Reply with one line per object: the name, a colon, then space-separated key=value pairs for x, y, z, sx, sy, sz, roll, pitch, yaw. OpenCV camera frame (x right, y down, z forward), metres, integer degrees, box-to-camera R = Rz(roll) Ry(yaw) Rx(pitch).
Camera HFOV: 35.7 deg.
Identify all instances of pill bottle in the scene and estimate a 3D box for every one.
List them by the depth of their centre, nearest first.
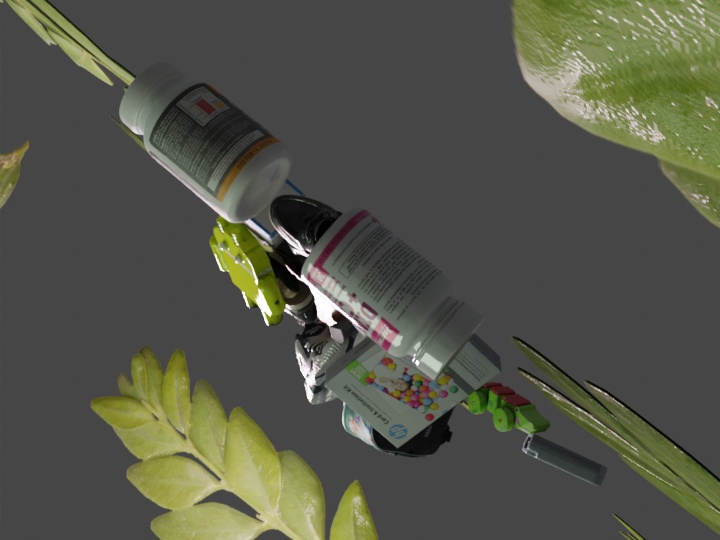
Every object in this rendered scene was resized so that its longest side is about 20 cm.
pill bottle: x=0.039 y=0.028 z=1.298 sx=0.200 sy=0.113 sz=0.113 roll=39 pitch=175 yaw=9
pill bottle: x=-0.189 y=-0.158 z=1.357 sx=0.200 sy=0.116 sz=0.116 roll=40 pitch=175 yaw=13

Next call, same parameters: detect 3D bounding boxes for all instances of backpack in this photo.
backpack: x=0.059 y=0.215 z=1.875 sx=0.150 sy=0.178 sz=0.200 roll=23 pitch=-174 yaw=37

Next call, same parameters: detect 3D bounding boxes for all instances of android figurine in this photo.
android figurine: x=-0.180 y=-0.003 z=1.780 sx=0.182 sy=0.041 sz=0.200 roll=39 pitch=156 yaw=41

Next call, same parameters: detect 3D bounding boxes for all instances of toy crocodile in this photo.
toy crocodile: x=0.233 y=0.216 z=1.822 sx=0.067 sy=0.062 sz=0.200 roll=-2 pitch=-164 yaw=-28

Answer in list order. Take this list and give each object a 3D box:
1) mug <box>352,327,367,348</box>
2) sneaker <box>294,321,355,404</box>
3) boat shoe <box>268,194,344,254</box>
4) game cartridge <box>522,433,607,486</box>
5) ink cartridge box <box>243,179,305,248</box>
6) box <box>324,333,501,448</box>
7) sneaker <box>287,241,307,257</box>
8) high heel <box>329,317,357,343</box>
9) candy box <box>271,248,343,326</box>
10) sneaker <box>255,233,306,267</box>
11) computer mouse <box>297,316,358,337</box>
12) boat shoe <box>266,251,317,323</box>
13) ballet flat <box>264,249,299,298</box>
mug: x=0.064 y=0.116 z=1.692 sx=0.200 sy=0.148 sz=0.175 roll=42 pitch=164 yaw=-12
sneaker: x=-0.064 y=0.125 z=1.873 sx=0.199 sy=0.079 sz=0.130 roll=102 pitch=148 yaw=-58
boat shoe: x=-0.040 y=-0.045 z=1.472 sx=0.199 sy=0.075 sz=0.066 roll=39 pitch=172 yaw=14
game cartridge: x=0.329 y=0.305 z=1.800 sx=0.133 sy=0.041 sz=0.200 roll=28 pitch=176 yaw=9
ink cartridge box: x=-0.161 y=-0.115 z=1.689 sx=0.144 sy=0.085 sz=0.200 roll=40 pitch=176 yaw=1
box: x=0.072 y=0.141 z=1.569 sx=0.156 sy=0.200 sz=0.041 roll=43 pitch=-156 yaw=-20
sneaker: x=-0.030 y=-0.018 z=1.611 sx=0.199 sy=0.076 sz=0.114 roll=25 pitch=158 yaw=52
high heel: x=0.000 y=0.000 z=1.753 sx=0.071 sy=0.142 sz=0.201 roll=22 pitch=131 yaw=34
candy box: x=-0.074 y=0.017 z=1.938 sx=0.200 sy=0.056 sz=0.117 roll=47 pitch=158 yaw=14
sneaker: x=-0.097 y=-0.037 z=1.849 sx=0.199 sy=0.076 sz=0.114 roll=29 pitch=162 yaw=41
computer mouse: x=-0.019 y=0.084 z=2.040 sx=0.200 sy=0.139 sz=0.053 roll=37 pitch=174 yaw=31
boat shoe: x=-0.136 y=0.031 z=1.913 sx=0.200 sy=0.073 sz=0.063 roll=37 pitch=160 yaw=49
ballet flat: x=-0.157 y=0.006 z=1.863 sx=0.066 sy=0.057 sz=0.200 roll=37 pitch=-179 yaw=-35
